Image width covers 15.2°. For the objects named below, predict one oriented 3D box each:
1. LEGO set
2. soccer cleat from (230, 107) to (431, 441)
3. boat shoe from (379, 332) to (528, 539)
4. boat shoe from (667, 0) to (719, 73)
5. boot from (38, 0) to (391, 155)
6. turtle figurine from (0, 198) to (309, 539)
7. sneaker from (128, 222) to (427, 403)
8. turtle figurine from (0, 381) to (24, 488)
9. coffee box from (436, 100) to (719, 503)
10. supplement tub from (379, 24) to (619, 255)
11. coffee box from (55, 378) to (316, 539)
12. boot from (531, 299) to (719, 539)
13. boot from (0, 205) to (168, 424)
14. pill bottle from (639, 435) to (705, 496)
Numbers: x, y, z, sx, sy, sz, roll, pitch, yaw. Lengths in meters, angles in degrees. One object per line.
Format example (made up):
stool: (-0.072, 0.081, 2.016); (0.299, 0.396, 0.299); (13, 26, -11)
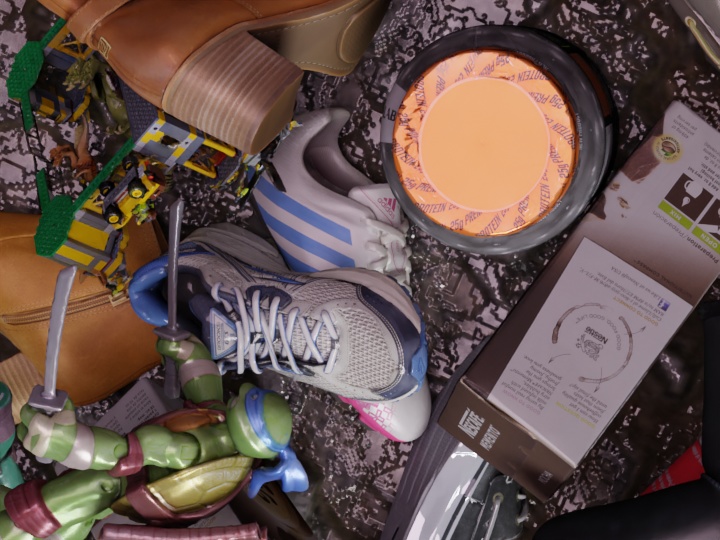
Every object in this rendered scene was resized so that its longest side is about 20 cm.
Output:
LEGO set: (-0.112, -0.078, 1.527); (0.115, 0.201, 0.154); (24, 116, -34)
soccer cleat: (0.000, 0.000, 1.548); (0.086, 0.070, 0.201); (-29, 88, 26)
boat shoe: (0.062, 0.135, 1.563); (0.071, 0.072, 0.201); (22, 97, -17)
boat shoe: (0.223, -0.139, 1.513); (0.072, 0.060, 0.202); (-35, 92, -28)
boot: (-0.070, -0.161, 1.455); (0.154, 0.200, 0.074); (34, 134, 10)
turtle figurine: (-0.140, 0.074, 1.419); (0.193, 0.144, 0.200); (-34, 115, 23)
sneaker: (-0.050, 0.033, 1.492); (0.199, 0.085, 0.078); (17, 113, 39)
turtle figurine: (-0.214, 0.163, 1.577); (0.100, 0.150, 0.201); (-12, 134, -6)
coffee box: (0.135, 0.019, 1.477); (0.080, 0.113, 0.200); (37, 75, 4)
supplement tub: (0.077, -0.073, 1.469); (0.121, 0.200, 0.124); (1, 95, 9)
coffee box: (-0.074, 0.169, 1.504); (0.080, 0.113, 0.200); (-44, 50, 8)
boot: (0.190, 0.096, 1.432); (0.197, 0.073, 0.164); (4, 79, 21)
boot: (-0.193, -0.017, 1.589); (0.143, 0.071, 0.202); (-26, 93, 3)
pill bottle: (0.190, 0.174, 1.517); (0.200, 0.112, 0.112); (-45, 87, 9)
